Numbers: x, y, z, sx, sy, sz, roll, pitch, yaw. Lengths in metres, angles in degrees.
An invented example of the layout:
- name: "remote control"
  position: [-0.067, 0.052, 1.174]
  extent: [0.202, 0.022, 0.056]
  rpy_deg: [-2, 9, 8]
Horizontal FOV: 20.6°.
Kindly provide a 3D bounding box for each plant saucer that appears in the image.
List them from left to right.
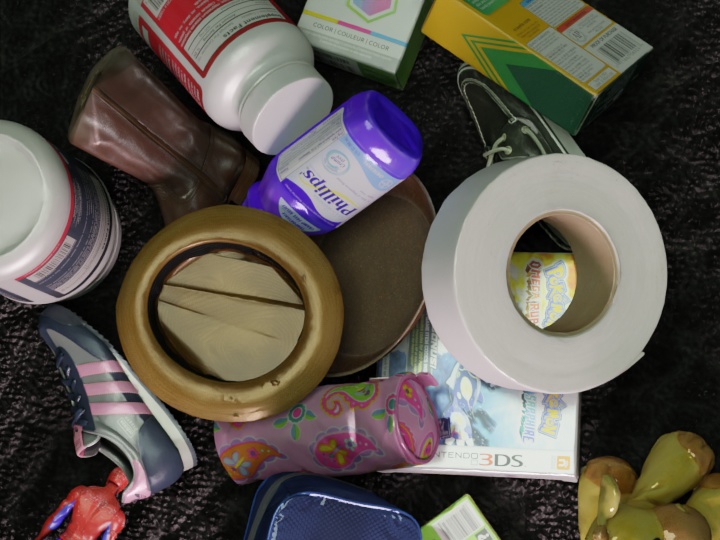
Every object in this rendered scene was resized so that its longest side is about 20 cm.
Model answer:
- name: "plant saucer"
  position: [0.000, 0.000, 1.743]
  extent: [0.200, 0.037, 0.201]
  rpy_deg: [-17, 64, 38]

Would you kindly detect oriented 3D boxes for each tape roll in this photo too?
- name: "tape roll"
  position: [0.155, 0.004, 1.663]
  extent: [0.202, 0.071, 0.203]
  rpy_deg: [0, 89, -22]

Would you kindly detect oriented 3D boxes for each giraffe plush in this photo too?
- name: "giraffe plush"
  position: [0.233, 0.228, 1.642]
  extent: [0.200, 0.162, 0.173]
  rpy_deg: [-36, 78, 1]

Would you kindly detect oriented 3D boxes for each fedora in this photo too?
- name: "fedora"
  position: [-0.109, 0.042, 1.720]
  extent: [0.200, 0.082, 0.201]
  rpy_deg: [-2, 79, 8]

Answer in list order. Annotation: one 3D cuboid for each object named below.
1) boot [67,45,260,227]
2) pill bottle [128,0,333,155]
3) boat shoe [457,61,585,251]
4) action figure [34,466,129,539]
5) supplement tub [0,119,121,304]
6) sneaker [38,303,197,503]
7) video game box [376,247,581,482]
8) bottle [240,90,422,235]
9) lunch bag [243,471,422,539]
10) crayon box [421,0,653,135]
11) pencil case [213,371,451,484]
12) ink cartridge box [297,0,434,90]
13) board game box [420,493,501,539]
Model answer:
- name: "boot"
  position: [-0.197, -0.076, 1.742]
  extent: [0.064, 0.200, 0.187]
  rpy_deg: [11, 71, 44]
- name: "pill bottle"
  position: [-0.113, -0.197, 1.765]
  extent: [0.112, 0.112, 0.200]
  rpy_deg: [-41, 59, 0]
- name: "boat shoe"
  position: [0.145, -0.105, 1.749]
  extent: [0.064, 0.071, 0.200]
  rpy_deg: [-32, 76, -33]
- name: "action figure"
  position: [-0.268, 0.260, 1.770]
  extent: [0.065, 0.052, 0.200]
  rpy_deg: [34, 82, 7]
- name: "supplement tub"
  position: [-0.298, -0.046, 1.746]
  extent: [0.140, 0.200, 0.141]
  rpy_deg: [-1, 81, 9]
- name: "sneaker"
  position: [-0.237, 0.119, 1.768]
  extent: [0.082, 0.070, 0.200]
  rpy_deg: [-38, 75, -23]
- name: "video game box"
  position: [0.105, 0.082, 1.747]
  extent: [0.182, 0.047, 0.201]
  rpy_deg: [1, 81, 7]
- name: "bottle"
  position: [-0.040, -0.075, 1.724]
  extent: [0.200, 0.065, 0.084]
  rpy_deg: [-34, 119, 29]
- name: "lunch bag"
  position: [-0.037, 0.275, 1.660]
  extent: [0.136, 0.132, 0.201]
  rpy_deg: [16, 89, -11]
- name: "crayon box"
  position: [0.144, -0.213, 1.750]
  extent: [0.200, 0.126, 0.052]
  rpy_deg: [37, 129, 12]
- name: "pencil case"
  position: [-0.027, 0.136, 1.708]
  extent: [0.200, 0.087, 0.088]
  rpy_deg: [-10, 78, 29]
- name: "ink cartridge box"
  position: [0.024, -0.278, 1.811]
  extent: [0.104, 0.059, 0.200]
  rpy_deg: [20, 84, 12]
- name: "board game box"
  position: [0.041, 0.293, 1.730]
  extent: [0.200, 0.030, 0.096]
  rpy_deg: [-36, 77, -1]
